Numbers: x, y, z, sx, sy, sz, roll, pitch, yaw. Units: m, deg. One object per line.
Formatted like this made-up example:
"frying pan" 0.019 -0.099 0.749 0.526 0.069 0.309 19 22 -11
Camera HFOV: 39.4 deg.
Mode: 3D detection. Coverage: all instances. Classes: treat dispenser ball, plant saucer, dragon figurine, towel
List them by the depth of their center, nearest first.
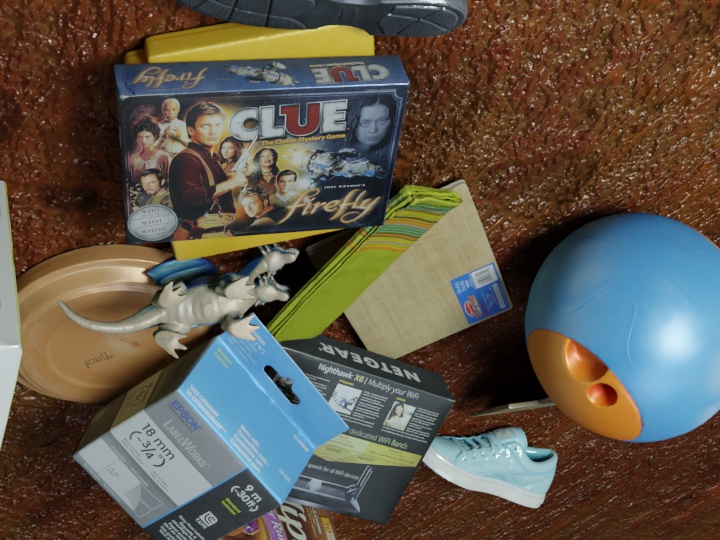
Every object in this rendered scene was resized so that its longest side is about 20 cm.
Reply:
"dragon figurine" -0.137 0.024 0.807 0.196 0.099 0.060 -12 104 -14
"towel" 0.000 0.000 0.855 0.200 0.018 0.085 -44 155 28
"plant saucer" -0.217 0.057 0.878 0.196 0.033 0.202 -10 140 -8
"treat dispenser ball" 0.246 0.051 0.904 0.197 0.203 0.203 -10 141 -8

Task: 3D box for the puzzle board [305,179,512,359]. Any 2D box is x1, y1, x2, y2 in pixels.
"puzzle board" 0.051 0.006 0.930 0.148 0.018 0.201 -24 141 6

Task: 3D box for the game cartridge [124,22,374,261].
"game cartridge" -0.072 -0.098 0.752 0.172 0.033 0.202 -11 138 -7

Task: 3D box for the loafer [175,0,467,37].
"loafer" -0.026 -0.193 0.644 0.196 0.064 0.072 2 168 -16

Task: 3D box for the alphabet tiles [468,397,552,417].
"alphabet tiles" 0.211 0.139 1.075 0.163 0.006 0.200 -7 170 -13

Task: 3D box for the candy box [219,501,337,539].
"candy box" -0.112 0.273 1.104 0.056 0.118 0.199 -37 138 25

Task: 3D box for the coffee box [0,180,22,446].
"coffee box" -0.343 0.060 0.666 0.194 0.201 0.202 8 121 -28

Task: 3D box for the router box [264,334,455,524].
"router box" -0.029 0.152 0.982 0.197 0.052 0.159 20 109 -25

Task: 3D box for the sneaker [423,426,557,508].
"sneaker" 0.150 0.212 1.183 0.198 0.074 0.083 22 98 -32

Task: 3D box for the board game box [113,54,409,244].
"board game box" -0.071 -0.085 0.716 0.196 0.035 0.137 -5 138 -14

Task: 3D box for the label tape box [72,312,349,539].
"label tape box" -0.131 0.150 0.881 0.198 0.064 0.145 -32 110 23
